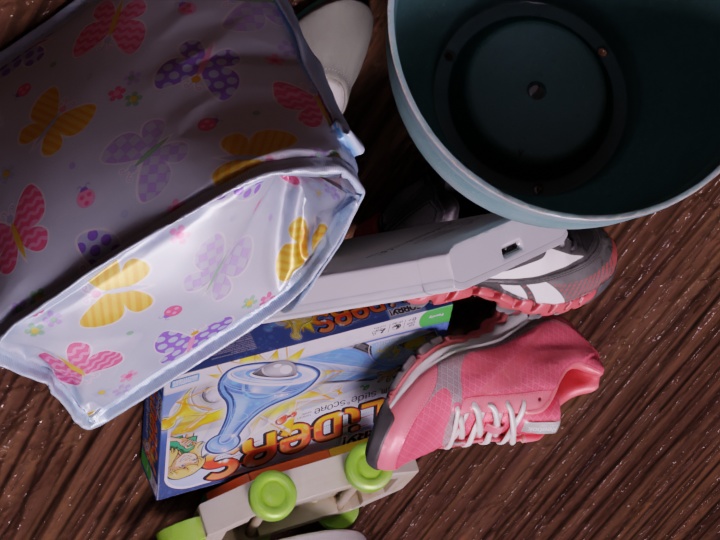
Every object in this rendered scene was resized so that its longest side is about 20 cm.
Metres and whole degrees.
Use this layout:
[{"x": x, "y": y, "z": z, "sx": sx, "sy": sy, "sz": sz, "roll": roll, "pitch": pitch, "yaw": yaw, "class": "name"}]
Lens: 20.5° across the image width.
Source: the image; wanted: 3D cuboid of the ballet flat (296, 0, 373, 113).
[{"x": -0.054, "y": -0.063, "z": 1.098, "sx": 0.200, "sy": 0.064, "sz": 0.067, "roll": -44, "pitch": 142, "yaw": 22, "class": "ballet flat"}]

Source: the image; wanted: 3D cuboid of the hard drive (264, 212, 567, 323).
[{"x": 0.000, "y": 0.000, "z": 1.118, "sx": 0.199, "sy": 0.027, "sz": 0.132, "roll": -9, "pitch": -172, "yaw": 34, "class": "hard drive"}]

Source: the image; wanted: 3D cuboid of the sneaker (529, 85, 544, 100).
[{"x": 0.164, "y": -0.078, "z": 1.214, "sx": 0.199, "sy": 0.081, "sz": 0.075, "roll": 7, "pitch": 131, "yaw": -42, "class": "sneaker"}]

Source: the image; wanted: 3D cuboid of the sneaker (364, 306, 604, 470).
[{"x": 0.087, "y": 0.082, "z": 1.310, "sx": 0.199, "sy": 0.087, "sz": 0.074, "roll": -31, "pitch": 150, "yaw": -38, "class": "sneaker"}]

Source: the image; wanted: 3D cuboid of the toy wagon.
[{"x": -0.060, "y": 0.162, "z": 1.373, "sx": 0.198, "sy": 0.040, "sz": 0.155, "roll": -15, "pitch": 165, "yaw": -14, "class": "toy wagon"}]

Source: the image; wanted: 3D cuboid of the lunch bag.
[{"x": -0.101, "y": -0.047, "z": 0.994, "sx": 0.199, "sy": 0.170, "sz": 0.127, "roll": -34, "pitch": 144, "yaw": 9, "class": "lunch bag"}]

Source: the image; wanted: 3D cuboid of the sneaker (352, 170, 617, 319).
[{"x": 0.095, "y": -0.023, "z": 1.243, "sx": 0.199, "sy": 0.071, "sz": 0.098, "roll": 5, "pitch": 137, "yaw": -36, "class": "sneaker"}]

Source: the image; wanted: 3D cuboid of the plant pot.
[{"x": 0.102, "y": -0.109, "z": 1.055, "sx": 0.199, "sy": 0.202, "sz": 0.134, "roll": -19, "pitch": 171, "yaw": -12, "class": "plant pot"}]

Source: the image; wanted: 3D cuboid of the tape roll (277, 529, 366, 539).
[{"x": -0.066, "y": 0.291, "z": 1.441, "sx": 0.201, "sy": 0.140, "sz": 0.203, "roll": -18, "pitch": 161, "yaw": -6, "class": "tape roll"}]

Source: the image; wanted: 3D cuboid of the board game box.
[{"x": -0.044, "y": 0.075, "z": 1.309, "sx": 0.198, "sy": 0.035, "sz": 0.136, "roll": -14, "pitch": 144, "yaw": -19, "class": "board game box"}]
